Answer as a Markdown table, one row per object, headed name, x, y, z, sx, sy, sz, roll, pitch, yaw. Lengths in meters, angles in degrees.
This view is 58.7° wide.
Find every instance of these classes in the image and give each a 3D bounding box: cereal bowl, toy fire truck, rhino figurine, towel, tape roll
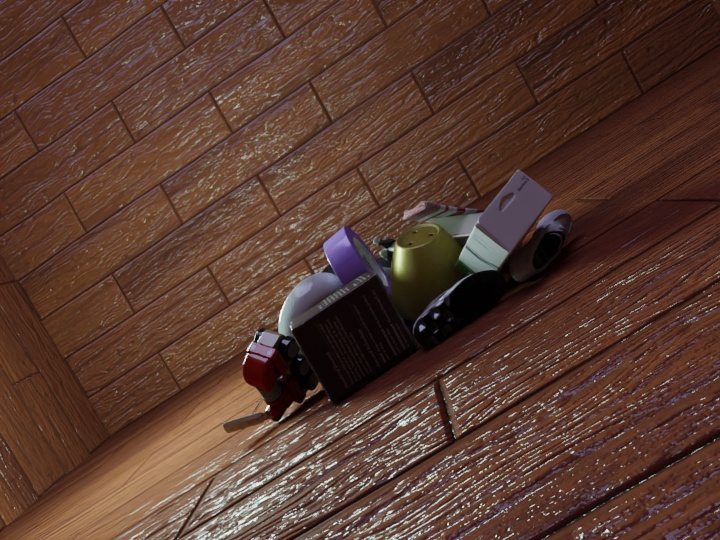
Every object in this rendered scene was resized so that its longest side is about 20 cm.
| name | x | y | z | sx | sy | sz | roll | pitch | yaw |
| --- | --- | --- | --- | --- | --- | --- | --- | --- | --- |
| cereal bowl | -0.079 | 0.115 | 1.411 | 0.198 | 0.204 | 0.083 | -34 | 39 | -24 |
| toy fire truck | -0.203 | 0.247 | 1.336 | 0.126 | 0.178 | 0.203 | 11 | 55 | 32 |
| rhino figurine | 0.132 | -0.047 | 1.571 | 0.194 | 0.062 | 0.087 | 6 | -6 | 22 |
| towel | 0.211 | -0.129 | 1.477 | 0.194 | 0.024 | 0.144 | 5 | -7 | -17 |
| tape roll | 0.000 | 0.000 | 1.456 | 0.065 | 0.202 | 0.200 | -36 | 3 | 9 |

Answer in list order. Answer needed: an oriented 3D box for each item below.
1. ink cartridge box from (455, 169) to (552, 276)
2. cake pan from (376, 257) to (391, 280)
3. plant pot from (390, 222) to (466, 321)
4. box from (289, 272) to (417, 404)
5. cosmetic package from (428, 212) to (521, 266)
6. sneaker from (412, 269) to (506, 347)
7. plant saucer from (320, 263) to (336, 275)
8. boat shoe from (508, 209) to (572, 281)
| name | x | y | z | sx | sy | sz | roll | pitch | yaw |
| --- | --- | --- | --- | --- | --- | --- | --- | --- | --- |
| ink cartridge box | 0.264 | -0.071 | 1.206 | 0.147 | 0.083 | 0.201 | -50 | -11 | -16 |
| cake pan | 0.102 | -0.004 | 1.624 | 0.193 | 0.038 | 0.201 | -1 | 11 | 0 |
| plant pot | 0.141 | -0.012 | 1.351 | 0.194 | 0.145 | 0.202 | -18 | 26 | 9 |
| box | -0.018 | 0.126 | 1.271 | 0.197 | 0.167 | 0.166 | -32 | 5 | -5 |
| cosmetic package | 0.247 | -0.065 | 1.422 | 0.196 | 0.104 | 0.074 | -5 | 44 | 39 |
| sneaker | 0.176 | 0.061 | 1.191 | 0.197 | 0.075 | 0.089 | -32 | 6 | 1 |
| plant saucer | -0.066 | 0.078 | 1.520 | 0.031 | 0.206 | 0.199 | 20 | 33 | 25 |
| boat shoe | 0.355 | -0.054 | 1.207 | 0.198 | 0.073 | 0.068 | -35 | 8 | -31 |
